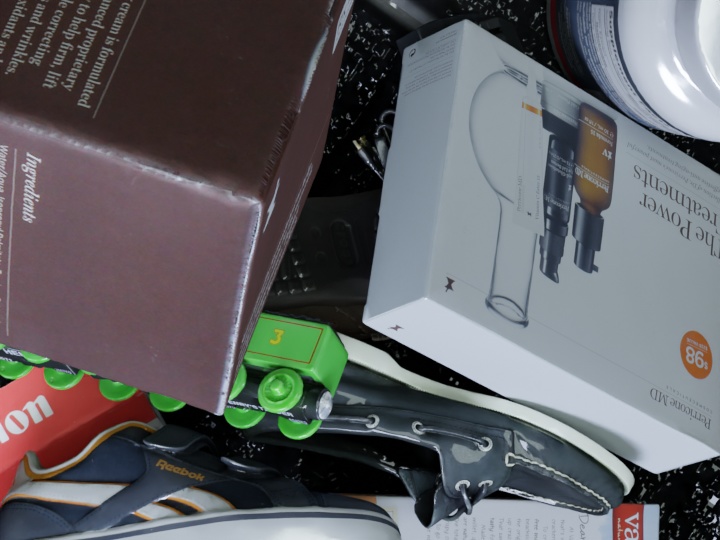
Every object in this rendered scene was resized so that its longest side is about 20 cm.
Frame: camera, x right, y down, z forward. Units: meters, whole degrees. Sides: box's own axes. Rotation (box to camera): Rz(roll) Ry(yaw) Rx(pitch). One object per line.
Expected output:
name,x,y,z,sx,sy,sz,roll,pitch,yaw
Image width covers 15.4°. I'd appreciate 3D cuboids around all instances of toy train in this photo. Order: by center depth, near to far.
toy train,-0.097,0.034,1.265,0.199,0.042,0.057,11,66,26

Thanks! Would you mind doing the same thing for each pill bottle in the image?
pill bottle,0.171,-0.123,1.279,0.119,0.200,0.121,-2,97,-12

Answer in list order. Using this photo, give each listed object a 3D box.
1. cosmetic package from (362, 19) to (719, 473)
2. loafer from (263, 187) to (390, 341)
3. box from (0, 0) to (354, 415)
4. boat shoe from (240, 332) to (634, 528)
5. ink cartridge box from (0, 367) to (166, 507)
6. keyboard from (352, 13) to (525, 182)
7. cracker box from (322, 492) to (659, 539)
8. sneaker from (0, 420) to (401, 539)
cosmetic package,0.098,-0.009,1.290,0.199,0.052,0.152,27,60,-33
loafer,0.000,0.000,1.334,0.199,0.071,0.074,4,64,-22
box,-0.122,-0.070,1.187,0.199,0.165,0.167,18,52,3
boat shoe,0.033,0.089,1.283,0.198,0.074,0.066,24,69,-10
ink cartridge box,-0.157,0.129,1.319,0.160,0.050,0.201,-30,104,-8
keyboard,0.064,-0.027,1.313,0.127,0.021,0.201,-18,86,-39
cracker box,0.051,0.181,1.339,0.199,0.058,0.135,4,85,-22
sneaker,-0.079,0.111,1.259,0.198,0.079,0.080,-4,61,10
